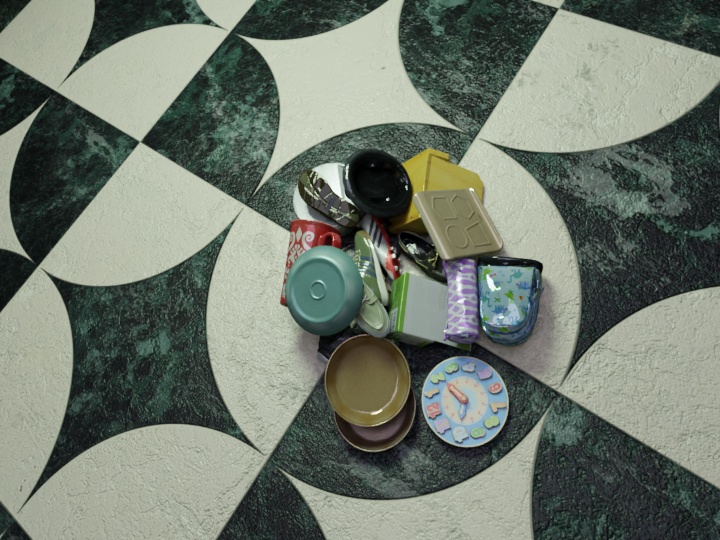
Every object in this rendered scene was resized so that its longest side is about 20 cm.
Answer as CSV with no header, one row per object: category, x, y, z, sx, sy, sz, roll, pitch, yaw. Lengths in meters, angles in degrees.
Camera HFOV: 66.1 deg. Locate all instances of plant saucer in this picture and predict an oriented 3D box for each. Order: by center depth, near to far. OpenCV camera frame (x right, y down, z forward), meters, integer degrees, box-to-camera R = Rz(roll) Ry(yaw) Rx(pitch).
plant saucer,-0.090,0.045,1.247,0.195,0.036,0.206,-1,86,21
plant saucer,0.016,0.249,1.265,0.194,0.035,0.206,0,82,1
plant saucer,0.034,0.319,1.294,0.195,0.037,0.205,-5,66,11

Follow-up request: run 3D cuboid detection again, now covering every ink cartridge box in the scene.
ink cartridge box,0.171,0.110,1.337,0.196,0.076,0.151,17,67,-17

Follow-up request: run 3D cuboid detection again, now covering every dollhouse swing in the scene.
dollhouse swing,0.200,-0.183,1.472,0.180,0.173,0.205,-20,54,52

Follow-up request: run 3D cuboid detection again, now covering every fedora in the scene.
fedora,0.031,-0.207,1.404,0.196,0.091,0.206,9,70,-24

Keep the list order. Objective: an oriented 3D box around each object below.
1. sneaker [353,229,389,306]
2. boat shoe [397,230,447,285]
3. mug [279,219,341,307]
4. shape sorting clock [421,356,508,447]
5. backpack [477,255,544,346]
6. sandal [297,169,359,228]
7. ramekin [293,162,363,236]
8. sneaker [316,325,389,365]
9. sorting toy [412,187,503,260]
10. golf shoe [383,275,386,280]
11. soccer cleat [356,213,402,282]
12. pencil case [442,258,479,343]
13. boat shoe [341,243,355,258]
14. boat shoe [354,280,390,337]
sneaker,0.000,0.000,1.350,0.088,0.067,0.204,-13,71,-14
boat shoe,0.173,-0.032,1.397,0.199,0.061,0.072,33,77,24
mug,-0.125,-0.011,1.338,0.130,0.178,0.205,12,78,-6
shape sorting clock,0.236,0.294,1.253,0.195,0.039,0.205,-5,66,12
backpack,0.339,0.071,1.279,0.159,0.154,0.206,5,83,17
sandal,-0.082,-0.178,1.428,0.198,0.055,0.082,36,84,10
ramekin,-0.076,-0.182,1.506,0.197,0.095,0.207,-5,66,12
sneaker,-0.017,0.161,1.328,0.195,0.075,0.117,-2,102,16
sorting toy,0.235,-0.114,1.343,0.196,0.037,0.188,-11,66,-33
golf shoe,-0.019,0.062,1.396,0.094,0.078,0.201,38,81,25
soccer cleat,0.047,-0.054,1.425,0.084,0.068,0.204,-25,72,17
pencil case,0.233,0.072,1.289,0.083,0.084,0.205,0,65,9
boat shoe,-0.071,0.001,1.445,0.201,0.063,0.074,-42,61,-8
boat shoe,-0.002,0.065,1.265,0.071,0.062,0.201,-35,70,-5
